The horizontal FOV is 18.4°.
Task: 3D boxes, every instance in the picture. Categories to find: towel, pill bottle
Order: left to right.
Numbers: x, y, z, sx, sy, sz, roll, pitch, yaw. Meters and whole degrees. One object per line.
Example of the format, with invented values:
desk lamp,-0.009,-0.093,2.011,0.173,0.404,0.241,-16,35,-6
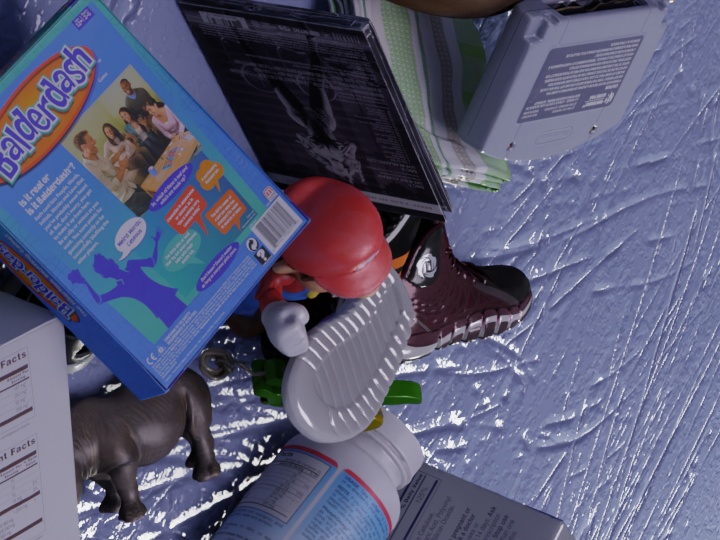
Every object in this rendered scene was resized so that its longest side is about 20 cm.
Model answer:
pill bottle,-0.039,0.196,1.709,0.200,0.109,0.109,-50,142,-27
towel,0.049,-0.140,1.671,0.200,0.031,0.150,7,70,-56

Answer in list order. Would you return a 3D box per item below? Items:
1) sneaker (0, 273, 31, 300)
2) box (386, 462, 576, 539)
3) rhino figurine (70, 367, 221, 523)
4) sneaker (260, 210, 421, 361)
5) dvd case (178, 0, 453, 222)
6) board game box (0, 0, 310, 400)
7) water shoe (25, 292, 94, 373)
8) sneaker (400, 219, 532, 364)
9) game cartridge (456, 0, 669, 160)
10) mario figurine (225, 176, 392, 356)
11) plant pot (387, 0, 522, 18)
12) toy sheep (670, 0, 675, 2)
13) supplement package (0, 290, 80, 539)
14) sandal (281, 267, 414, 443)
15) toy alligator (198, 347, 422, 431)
sneaker,-0.157,0.019,1.470,0.200,0.087,0.076,-31,132,-42
box,0.055,0.267,1.796,0.184,0.200,0.105,-58,146,-16
rhino figurine,-0.172,0.126,1.526,0.200,0.060,0.088,-26,108,-45
sneaker,0.000,0.000,1.705,0.200,0.070,0.090,-60,148,-5
dvd case,-0.028,-0.112,1.530,0.016,0.148,0.200,-61,146,-28
board game box,-0.148,-0.046,1.332,0.200,0.045,0.152,47,62,-14
water shoe,-0.153,-0.025,1.413,0.071,0.079,0.201,27,58,-15
sneaker,0.075,-0.003,1.803,0.200,0.075,0.116,-22,121,-48
game cartridge,0.155,-0.149,1.705,0.200,0.041,0.133,-14,132,-51
mario figurine,-0.030,0.004,1.538,0.106,0.200,0.124,3,79,-21
plant pot,0.067,-0.257,1.590,0.187,0.186,0.200,-67,160,-4
toy sheep,0.191,-0.276,1.771,0.138,0.138,0.201,-37,140,-40
supplement package,-0.251,0.119,1.363,0.109,0.113,0.201,-29,128,-44
sandal,-0.015,0.065,1.587,0.083,0.050,0.203,63,32,-13
toy alligator,-0.046,0.085,1.620,0.199,0.054,0.060,10,62,-35
